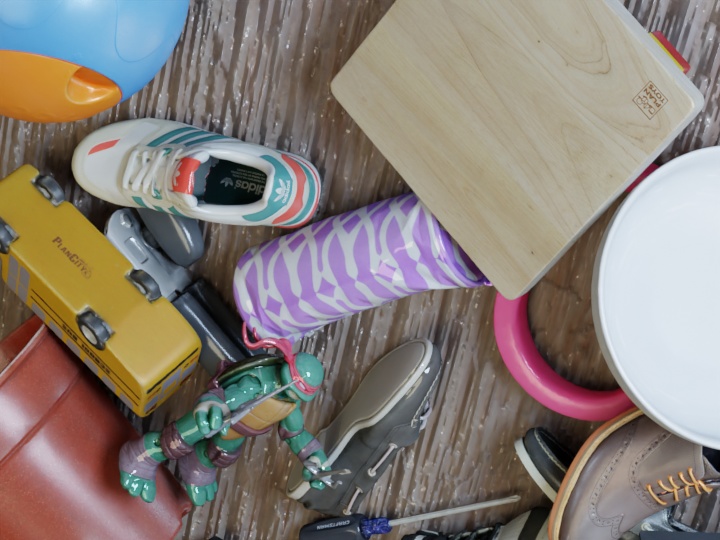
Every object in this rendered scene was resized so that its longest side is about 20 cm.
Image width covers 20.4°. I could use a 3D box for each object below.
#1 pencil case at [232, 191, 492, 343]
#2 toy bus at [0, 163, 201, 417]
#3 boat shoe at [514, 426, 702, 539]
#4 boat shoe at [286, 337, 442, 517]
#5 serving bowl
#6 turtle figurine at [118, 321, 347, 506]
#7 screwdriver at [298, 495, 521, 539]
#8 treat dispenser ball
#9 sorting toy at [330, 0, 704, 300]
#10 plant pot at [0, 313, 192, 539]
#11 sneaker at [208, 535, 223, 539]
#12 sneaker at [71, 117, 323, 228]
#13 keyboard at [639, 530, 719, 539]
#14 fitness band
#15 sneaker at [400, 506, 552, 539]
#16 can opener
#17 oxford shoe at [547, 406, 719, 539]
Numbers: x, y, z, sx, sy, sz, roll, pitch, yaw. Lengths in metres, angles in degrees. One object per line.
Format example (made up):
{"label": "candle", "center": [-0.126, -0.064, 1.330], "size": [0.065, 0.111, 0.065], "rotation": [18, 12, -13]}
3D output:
{"label": "pencil case", "center": [0.000, 0.000, 1.449], "size": [0.199, 0.084, 0.086], "rotation": [-18, 111, 34]}
{"label": "toy bus", "center": [-0.212, 0.014, 1.527], "size": [0.200, 0.065, 0.078], "rotation": [43, 154, 12]}
{"label": "boat shoe", "center": [0.201, 0.176, 1.466], "size": [0.200, 0.072, 0.068], "rotation": [39, 103, 6]}
{"label": "boat shoe", "center": [0.016, 0.122, 1.527], "size": [0.057, 0.067, 0.200], "rotation": [29, 130, -17]}
{"label": "serving bowl", "center": [0.239, 0.021, 1.322], "size": [0.200, 0.200, 0.066], "rotation": [50, 164, -4]}
{"label": "turtle figurine", "center": [-0.082, 0.115, 1.486], "size": [0.149, 0.101, 0.199], "rotation": [29, 135, -35]}
{"label": "screwdriver", "center": [0.036, 0.197, 1.565], "size": [0.199, 0.029, 0.028], "rotation": [-13, 107, 33]}
{"label": "treat dispenser ball", "center": [-0.218, -0.204, 1.394], "size": [0.200, 0.201, 0.202], "rotation": [10, 117, 20]}
{"label": "sorting toy", "center": [0.111, -0.122, 1.339], "size": [0.200, 0.069, 0.199], "rotation": [50, 124, 13]}
{"label": "plant pot", "center": [-0.253, 0.169, 1.602], "size": [0.200, 0.201, 0.195], "rotation": [-36, 103, 33]}
{"label": "sneaker", "center": [-0.097, 0.260, 1.636], "size": [0.199, 0.060, 0.105], "rotation": [-34, 82, 20]}
{"label": "sneaker", "center": [-0.131, -0.075, 1.467], "size": [0.198, 0.093, 0.071], "rotation": [12, 90, 17]}
{"label": "keyboard", "center": [0.289, 0.202, 1.400], "size": [0.198, 0.021, 0.128], "rotation": [3, 122, -10]}
{"label": "fitness band", "center": [0.172, 0.015, 1.414], "size": [0.143, 0.037, 0.201], "rotation": [28, 121, 11]}
{"label": "sneaker", "center": [0.071, 0.231, 1.539], "size": [0.088, 0.076, 0.200], "rotation": [46, 123, -1]}
{"label": "can opener", "center": [-0.124, 0.025, 1.546], "size": [0.066, 0.053, 0.200], "rotation": [-32, 97, 32]}
{"label": "oxford shoe", "center": [0.209, 0.133, 1.382], "size": [0.071, 0.073, 0.200], "rotation": [34, 102, -36]}
